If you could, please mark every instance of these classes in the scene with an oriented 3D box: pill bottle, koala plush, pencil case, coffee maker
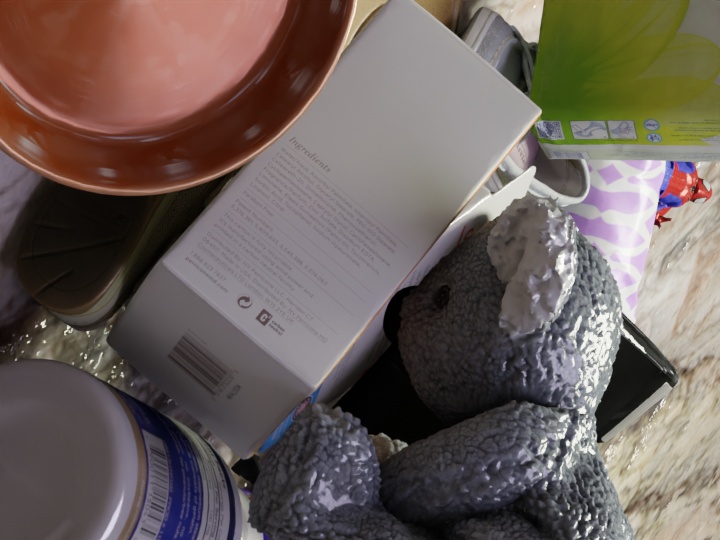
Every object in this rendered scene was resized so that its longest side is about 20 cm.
[{"bbox_3d":[-0.129,0.125,1.416,0.120,0.120,0.200,-61,153,-5],"label":"pill bottle"},{"bbox_3d":[0.071,0.063,1.370,0.177,0.183,0.200,39,68,-74],"label":"koala plush"},{"bbox_3d":[0.159,-0.059,1.784,0.085,0.084,0.200,9,100,-38],"label":"pencil case"},{"bbox_3d":[0.061,0.081,1.535,0.200,0.135,0.192,-50,162,3],"label":"coffee maker"}]

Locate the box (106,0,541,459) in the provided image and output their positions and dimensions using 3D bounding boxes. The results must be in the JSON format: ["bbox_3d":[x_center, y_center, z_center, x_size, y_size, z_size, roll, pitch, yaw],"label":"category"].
[{"bbox_3d":[-0.019,-0.022,1.396,0.200,0.097,0.124,-51,-179,-26],"label":"box"}]

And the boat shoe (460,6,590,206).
[{"bbox_3d":[0.093,-0.093,1.661,0.075,0.065,0.202,-63,160,-16],"label":"boat shoe"}]

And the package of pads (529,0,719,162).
[{"bbox_3d":[0.187,-0.158,1.616,0.068,0.154,0.200,59,36,-60],"label":"package of pads"}]

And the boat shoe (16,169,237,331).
[{"bbox_3d":[-0.093,-0.060,1.376,0.201,0.073,0.063,-58,163,-7],"label":"boat shoe"}]

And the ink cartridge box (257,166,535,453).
[{"bbox_3d":[0.000,0.000,1.554,0.200,0.068,0.115,-35,158,-38],"label":"ink cartridge box"}]

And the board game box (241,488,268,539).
[{"bbox_3d":[-0.095,0.190,1.615,0.135,0.045,0.200,-64,153,1],"label":"board game box"}]

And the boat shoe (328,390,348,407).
[{"bbox_3d":[0.016,0.144,1.668,0.071,0.070,0.201,-36,108,-42],"label":"boat shoe"}]

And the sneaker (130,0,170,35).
[{"bbox_3d":[-0.069,-0.189,1.310,0.200,0.077,0.084,-56,160,6],"label":"sneaker"}]

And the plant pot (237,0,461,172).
[{"bbox_3d":[0.000,-0.120,1.532,0.200,0.027,0.200,-41,145,-36],"label":"plant pot"}]

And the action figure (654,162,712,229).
[{"bbox_3d":[0.198,-0.066,1.914,0.200,0.052,0.066,10,100,-64],"label":"action figure"}]

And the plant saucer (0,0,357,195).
[{"bbox_3d":[-0.097,-0.132,1.246,0.200,0.032,0.201,-8,112,-20],"label":"plant saucer"}]
